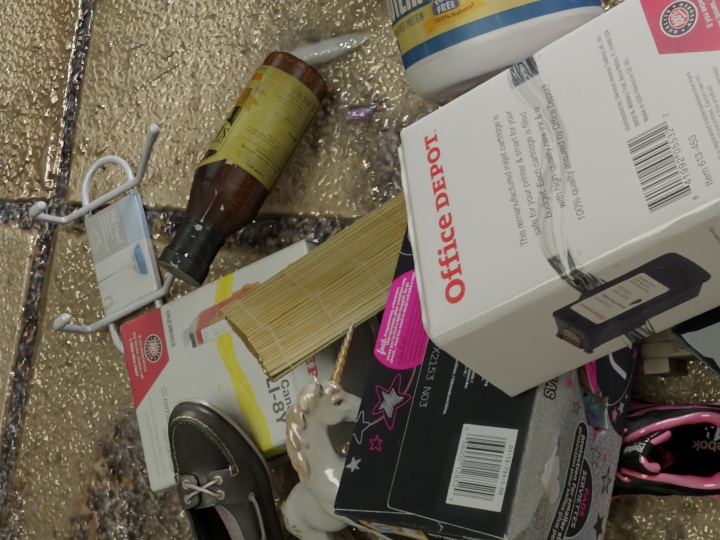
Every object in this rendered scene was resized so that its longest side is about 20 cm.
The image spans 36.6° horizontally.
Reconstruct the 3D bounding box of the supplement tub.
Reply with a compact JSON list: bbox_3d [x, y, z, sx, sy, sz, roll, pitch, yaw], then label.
[{"bbox_3d":[0.077,-0.234,0.754,0.143,0.144,0.203,-15,92,28],"label":"supplement tub"}]

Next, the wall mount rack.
[{"bbox_3d":[-0.214,-0.031,0.979,0.172,0.074,0.202,-26,70,24],"label":"wall mount rack"}]

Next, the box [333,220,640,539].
[{"bbox_3d":[0.088,0.075,0.673,0.131,0.114,0.202,-1,66,40],"label":"box"}]

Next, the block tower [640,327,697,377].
[{"bbox_3d":[0.213,-0.032,0.728,0.057,0.054,0.203,-8,79,31],"label":"block tower"}]

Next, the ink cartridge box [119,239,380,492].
[{"bbox_3d":[-0.084,0.080,0.875,0.198,0.083,0.147,-24,71,26],"label":"ink cartridge box"}]

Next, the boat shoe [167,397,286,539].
[{"bbox_3d":[-0.096,0.191,0.818,0.066,0.057,0.202,-11,115,23],"label":"boat shoe"}]

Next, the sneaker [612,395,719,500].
[{"bbox_3d":[0.177,0.115,0.703,0.198,0.095,0.080,-9,79,31],"label":"sneaker"}]

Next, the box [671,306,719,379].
[{"bbox_3d":[0.294,0.001,0.598,0.104,0.181,0.201,44,106,28],"label":"box"}]

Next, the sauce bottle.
[{"bbox_3d":[-0.099,-0.083,0.890,0.065,0.066,0.201,20,72,32],"label":"sauce bottle"}]

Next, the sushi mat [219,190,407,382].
[{"bbox_3d":[0.000,0.000,0.781,0.199,0.012,0.096,-33,39,-10],"label":"sushi mat"}]

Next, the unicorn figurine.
[{"bbox_3d":[-0.010,0.156,0.764,0.137,0.074,0.201,38,131,4],"label":"unicorn figurine"}]

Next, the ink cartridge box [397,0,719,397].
[{"bbox_3d":[0.127,-0.045,0.564,0.199,0.084,0.146,-28,49,26],"label":"ink cartridge box"}]
